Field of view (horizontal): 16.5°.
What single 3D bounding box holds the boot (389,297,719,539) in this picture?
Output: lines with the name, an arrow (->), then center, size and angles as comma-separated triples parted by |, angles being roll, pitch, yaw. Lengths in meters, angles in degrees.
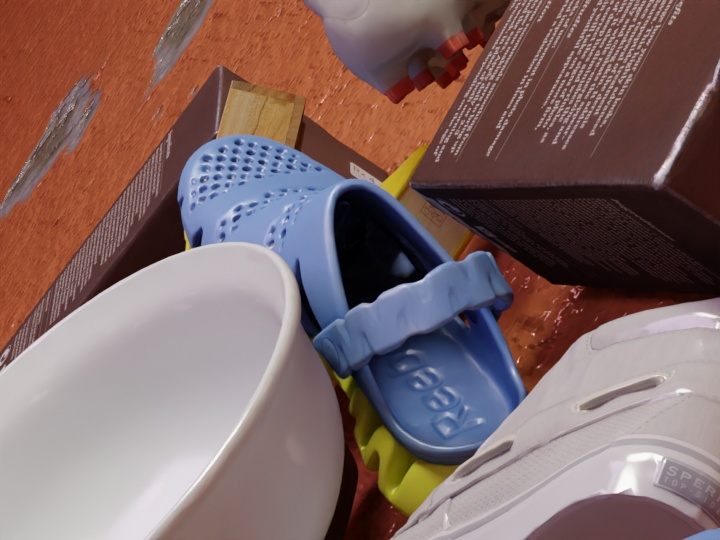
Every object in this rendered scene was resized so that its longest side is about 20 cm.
boot -> 0.055, 0.081, 0.769 | 0.200, 0.074, 0.096 | -33, 20, 43

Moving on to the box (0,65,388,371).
box -> -0.082, 0.015, 1.162 | 0.200, 0.100, 0.075 | -51, 19, 23

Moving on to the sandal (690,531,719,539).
sandal -> 0.101, 0.086, 0.569 | 0.079, 0.087, 0.201 | -26, 34, 61

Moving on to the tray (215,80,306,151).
tray -> -0.059, 0.031, 1.050 | 0.099, 0.037, 0.201 | -79, 3, -49

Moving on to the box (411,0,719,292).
box -> 0.101, -0.052, 0.815 | 0.100, 0.075, 0.200 | -60, 16, -8

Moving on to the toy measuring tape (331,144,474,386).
toy measuring tape -> 0.022, -0.025, 1.024 | 0.200, 0.074, 0.073 | -56, 15, -27

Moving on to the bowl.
bowl -> -0.075, 0.093, 0.834 | 0.201, 0.090, 0.201 | -34, 24, 17

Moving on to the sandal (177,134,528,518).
sandal -> 0.000, 0.000, 0.879 | 0.079, 0.087, 0.200 | -27, 44, -24

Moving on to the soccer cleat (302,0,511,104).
soccer cleat -> 0.023, -0.115, 0.982 | 0.069, 0.078, 0.200 | -38, -1, 15

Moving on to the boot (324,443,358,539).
boot -> -0.107, 0.132, 0.957 | 0.146, 0.070, 0.200 | 4, 40, 39
